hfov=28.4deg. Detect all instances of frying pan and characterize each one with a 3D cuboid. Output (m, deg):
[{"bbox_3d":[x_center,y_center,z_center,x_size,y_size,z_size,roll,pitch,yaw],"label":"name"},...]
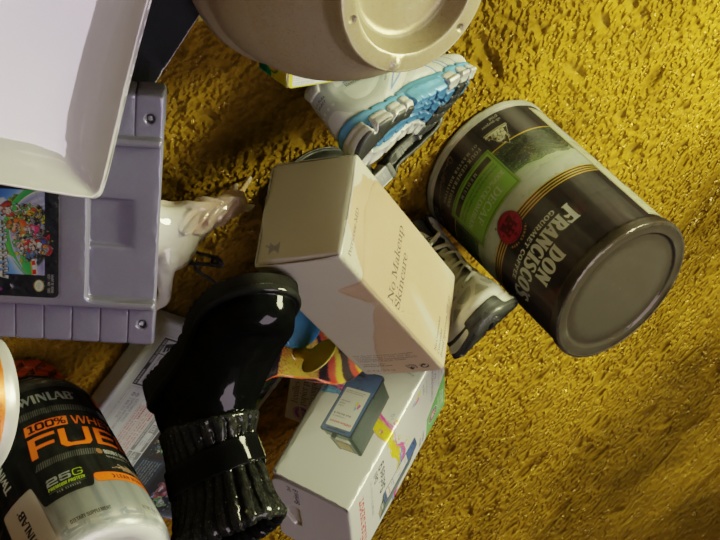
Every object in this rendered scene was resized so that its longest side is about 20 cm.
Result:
[{"bbox_3d":[0.007,-0.058,1.233,0.188,0.031,0.116,-19,110,-25],"label":"frying pan"}]

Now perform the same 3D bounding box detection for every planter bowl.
[{"bbox_3d":[0.001,-0.210,0.935,0.199,0.134,0.202,-21,128,-29],"label":"planter bowl"}]

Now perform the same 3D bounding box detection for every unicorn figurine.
[{"bbox_3d":[-0.169,-0.028,1.094,0.138,0.074,0.199,-47,146,13],"label":"unicorn figurine"}]

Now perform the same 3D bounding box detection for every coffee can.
[{"bbox_3d":[0.174,-0.041,1.297,0.145,0.200,0.147,-24,140,-23],"label":"coffee can"}]

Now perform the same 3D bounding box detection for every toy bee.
[{"bbox_3d":[-0.084,0.067,1.220,0.198,0.131,0.110,19,80,-11],"label":"toy bee"}]

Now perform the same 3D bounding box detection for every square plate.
[{"bbox_3d":[-0.238,-0.152,0.900,0.198,0.028,0.200,8,115,-26],"label":"square plate"}]

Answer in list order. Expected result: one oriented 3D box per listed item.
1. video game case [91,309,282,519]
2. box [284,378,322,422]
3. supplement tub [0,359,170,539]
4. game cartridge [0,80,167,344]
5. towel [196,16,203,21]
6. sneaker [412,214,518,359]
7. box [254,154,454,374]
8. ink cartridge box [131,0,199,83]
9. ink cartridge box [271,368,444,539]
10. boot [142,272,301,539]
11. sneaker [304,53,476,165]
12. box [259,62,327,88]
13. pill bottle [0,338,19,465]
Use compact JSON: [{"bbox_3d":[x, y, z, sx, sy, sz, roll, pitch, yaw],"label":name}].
[{"bbox_3d":[-0.178,0.136,1.294,0.201,0.023,0.181,-53,142,11],"label":"video game case"},{"bbox_3d":[-0.037,0.060,1.323,0.042,0.038,0.202,-61,166,-50],"label":"box"},{"bbox_3d":[-0.240,0.170,1.115,0.121,0.200,0.123,-23,139,-21],"label":"supplement tub"},{"bbox_3d":[-0.206,-0.040,1.013,0.128,0.039,0.202,1,119,-11],"label":"game cartridge"},{"bbox_3d":[-0.049,-0.227,1.057,0.198,0.018,0.087,-12,134,-36],"label":"towel"},{"bbox_3d":[0.073,0.010,1.284,0.076,0.116,0.200,-42,-178,0],"label":"sneaker"},{"bbox_3d":[0.000,0.000,1.142,0.077,0.096,0.200,-5,151,26],"label":"box"},{"bbox_3d":[-0.133,-0.221,0.956,0.094,0.037,0.201,21,110,-40],"label":"ink cartridge box"},{"bbox_3d":[0.002,0.157,1.346,0.201,0.087,0.146,-57,161,-27],"label":"ink cartridge box"},{"bbox_3d":[-0.094,0.116,1.086,0.079,0.159,0.211,4,144,-30],"label":"boot"},{"bbox_3d":[0.024,-0.153,1.157,0.075,0.087,0.200,-54,167,32],"label":"sneaker"},{"bbox_3d":[-0.010,-0.241,1.035,0.116,0.048,0.202,-14,126,-35],"label":"box"},{"bbox_3d":[-0.353,0.095,1.008,0.198,0.110,0.110,4,124,-39],"label":"pill bottle"}]
